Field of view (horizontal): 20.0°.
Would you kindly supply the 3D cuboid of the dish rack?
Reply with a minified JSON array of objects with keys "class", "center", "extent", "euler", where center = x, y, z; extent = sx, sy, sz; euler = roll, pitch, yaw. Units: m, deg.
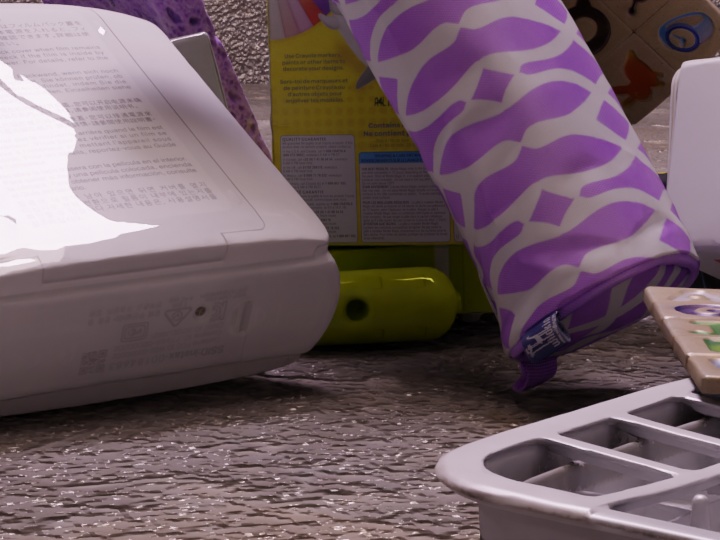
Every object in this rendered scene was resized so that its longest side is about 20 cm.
[{"class":"dish rack","center":[0.134,0.065,0.468],"extent":[0.199,0.044,0.171],"euler":[7,10,38]}]

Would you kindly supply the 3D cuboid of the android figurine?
[{"class":"android figurine","center":[0.000,0.000,0.919],"extent":[0.198,0.042,0.182],"euler":[-2,8,-10]}]

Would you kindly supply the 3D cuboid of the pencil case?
[{"class":"pencil case","center":[0.051,-0.058,0.765],"extent":[0.083,0.201,0.085],"euler":[-7,-25,-42]}]

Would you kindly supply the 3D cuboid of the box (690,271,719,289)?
[{"class":"box","center":[0.259,-0.008,0.975],"extent":[0.159,0.044,0.199],"euler":[-8,11,-43]}]

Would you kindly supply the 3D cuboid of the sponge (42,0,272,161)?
[{"class":"sponge","center":[-0.100,-0.090,1.019],"extent":[0.030,0.201,0.111],"euler":[-38,29,-28]}]

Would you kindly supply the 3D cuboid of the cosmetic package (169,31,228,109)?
[{"class":"cosmetic package","center":[-0.164,-0.043,0.915],"extent":[0.199,0.091,0.107],"euler":[-19,7,-30]}]

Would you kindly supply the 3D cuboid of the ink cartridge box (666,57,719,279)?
[{"class":"ink cartridge box","center":[0.235,-0.031,0.785],"extent":[0.199,0.084,0.145],"euler":[-3,-17,43]}]

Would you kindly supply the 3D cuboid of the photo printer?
[{"class":"photo printer","center":[-0.123,-0.035,0.778],"extent":[0.165,0.070,0.200],"euler":[-8,40,-32]}]

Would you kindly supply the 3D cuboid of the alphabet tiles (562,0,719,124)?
[{"class":"alphabet tiles","center":[0.063,-0.118,0.906],"extent":[0.200,0.166,0.006],"euler":[-42,17,30]}]

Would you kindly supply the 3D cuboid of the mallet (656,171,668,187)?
[{"class":"mallet","center":[0.089,-0.043,1.117],"extent":[0.065,0.042,0.199],"euler":[3,-4,-39]}]

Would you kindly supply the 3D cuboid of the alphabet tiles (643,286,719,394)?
[{"class":"alphabet tiles","center":[0.191,0.022,0.612],"extent":[0.198,0.008,0.167],"euler":[1,7,2]}]

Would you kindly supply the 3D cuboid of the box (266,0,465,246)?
[{"class":"box","center":[0.019,-0.113,0.854],"extent":[0.116,0.202,0.048],"euler":[0,9,11]}]
